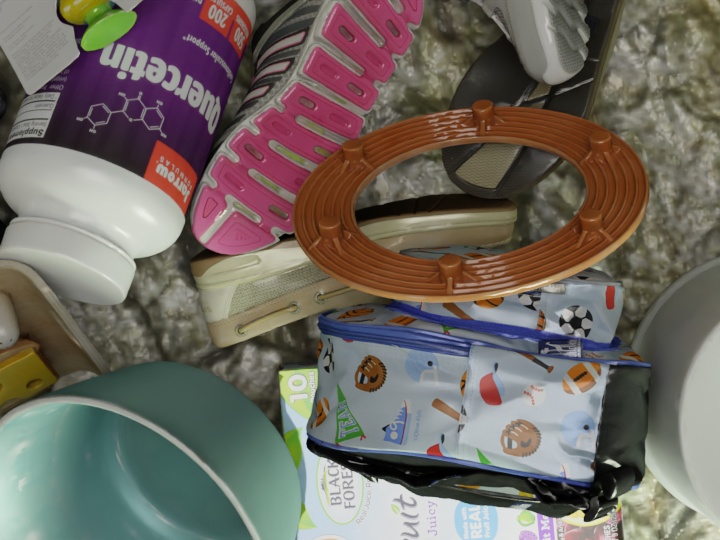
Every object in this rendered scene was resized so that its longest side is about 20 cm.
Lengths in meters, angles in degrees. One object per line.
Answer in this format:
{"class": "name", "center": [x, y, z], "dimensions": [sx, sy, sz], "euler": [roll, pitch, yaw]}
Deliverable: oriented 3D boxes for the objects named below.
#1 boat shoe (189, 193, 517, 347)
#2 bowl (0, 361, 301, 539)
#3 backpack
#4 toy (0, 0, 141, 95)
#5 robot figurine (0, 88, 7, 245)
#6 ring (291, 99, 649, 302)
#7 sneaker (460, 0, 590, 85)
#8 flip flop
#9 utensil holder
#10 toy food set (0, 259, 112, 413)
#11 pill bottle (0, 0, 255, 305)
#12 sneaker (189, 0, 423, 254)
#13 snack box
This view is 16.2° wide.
{"class": "boat shoe", "center": [0.000, 0.000, 1.513], "dimensions": [0.199, 0.072, 0.065], "euler": [-13, 98, 5]}
{"class": "bowl", "center": [-0.114, 0.134, 1.475], "dimensions": [0.200, 0.105, 0.202], "euler": [15, 125, 23]}
{"class": "backpack", "center": [0.065, 0.062, 1.411], "dimensions": [0.189, 0.200, 0.155], "euler": [0, 86, 5]}
{"class": "toy", "center": [-0.184, -0.209, 1.427], "dimensions": [0.115, 0.047, 0.200], "euler": [-38, 69, 18]}
{"class": "robot figurine", "center": [-0.289, -0.059, 1.479], "dimensions": [0.200, 0.125, 0.150], "euler": [47, 61, -3]}
{"class": "ring", "center": [0.060, -0.045, 1.396], "dimensions": [0.199, 0.201, 0.019], "euler": [-9, 123, 0]}
{"class": "sneaker", "center": [0.070, -0.181, 1.484], "dimensions": [0.082, 0.075, 0.201], "euler": [-33, 58, 15]}
{"class": "flip flop", "center": [0.114, -0.131, 1.515], "dimensions": [0.081, 0.058, 0.201], "euler": [19, 77, 14]}
{"class": "utensil holder", "center": [0.247, 0.077, 1.453], "dimensions": [0.169, 0.200, 0.171], "euler": [0, 93, -2]}
{"class": "toy food set", "center": [-0.246, 0.083, 1.470], "dimensions": [0.199, 0.144, 0.061], "euler": [-27, 61, 0]}
{"class": "pill bottle", "center": [-0.139, -0.087, 1.456], "dimensions": [0.112, 0.113, 0.201], "euler": [18, 72, -2]}
{"class": "sneaker", "center": [-0.039, -0.100, 1.499], "dimensions": [0.074, 0.087, 0.200], "euler": [31, 91, -23]}
{"class": "snack box", "center": [0.055, 0.119, 1.525], "dimensions": [0.199, 0.053, 0.143], "euler": [-5, 91, -1]}
